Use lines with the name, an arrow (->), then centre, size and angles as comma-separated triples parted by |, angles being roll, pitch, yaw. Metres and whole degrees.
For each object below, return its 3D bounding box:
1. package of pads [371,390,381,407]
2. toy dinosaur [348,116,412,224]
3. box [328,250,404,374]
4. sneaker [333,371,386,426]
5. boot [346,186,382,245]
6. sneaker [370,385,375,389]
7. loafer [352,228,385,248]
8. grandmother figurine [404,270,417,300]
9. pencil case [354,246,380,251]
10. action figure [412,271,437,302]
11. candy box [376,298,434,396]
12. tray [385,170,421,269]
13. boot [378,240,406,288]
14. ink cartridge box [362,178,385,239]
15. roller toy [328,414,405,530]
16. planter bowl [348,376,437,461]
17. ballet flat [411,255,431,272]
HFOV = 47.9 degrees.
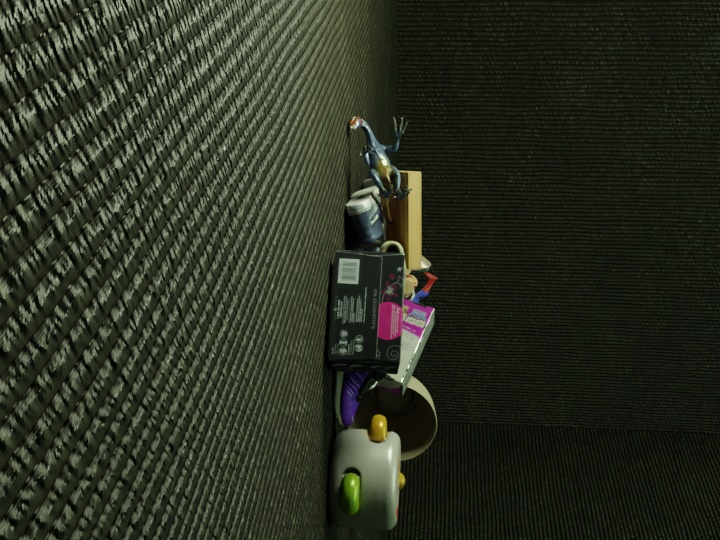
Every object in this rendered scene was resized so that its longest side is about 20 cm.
package of pads -> 0.026, 0.221, 1.962 | 0.121, 0.075, 0.203 | -48, 139, -78
toy dinosaur -> 0.024, -0.222, 1.670 | 0.182, 0.104, 0.201 | 60, -35, 30
box -> 0.011, 0.078, 1.463 | 0.115, 0.130, 0.202 | 86, 7, -73
sneaker -> 0.002, 0.205, 1.546 | 0.070, 0.098, 0.203 | -63, 157, -77
boot -> 0.018, -0.120, 1.731 | 0.200, 0.072, 0.091 | -52, 127, -66
sneaker -> -0.007, 0.156, 1.663 | 0.090, 0.078, 0.202 | 74, 9, -50
loafer -> 0.015, -0.097, 1.823 | 0.200, 0.074, 0.071 | -105, -171, -76
grandmother figurine -> 0.103, 0.040, 1.879 | 0.200, 0.060, 0.123 | 60, 29, -81
pencil case -> 0.029, 0.022, 1.889 | 0.084, 0.090, 0.201 | -59, 158, -29
action figure -> 0.105, 0.084, 2.071 | 0.201, 0.098, 0.065 | -62, 166, 7
candy box -> 0.065, 0.156, 1.754 | 0.061, 0.135, 0.201 | 84, 29, -52
tray -> 0.090, -0.109, 1.729 | 0.098, 0.037, 0.203 | 15, -73, 61
boot -> 0.056, 0.042, 1.621 | 0.155, 0.071, 0.203 | -71, 165, -87
ink cartridge box -> 0.073, -0.153, 1.932 | 0.200, 0.083, 0.147 | -158, -123, -79
roller toy -> 0.017, 0.399, 1.559 | 0.184, 0.138, 0.201 | 87, 8, -47
planter bowl -> 0.075, 0.309, 1.838 | 0.135, 0.198, 0.202 | -76, 166, -66
ballet flat -> 0.079, -0.040, 1.955 | 0.068, 0.198, 0.068 | -37, 126, -46
